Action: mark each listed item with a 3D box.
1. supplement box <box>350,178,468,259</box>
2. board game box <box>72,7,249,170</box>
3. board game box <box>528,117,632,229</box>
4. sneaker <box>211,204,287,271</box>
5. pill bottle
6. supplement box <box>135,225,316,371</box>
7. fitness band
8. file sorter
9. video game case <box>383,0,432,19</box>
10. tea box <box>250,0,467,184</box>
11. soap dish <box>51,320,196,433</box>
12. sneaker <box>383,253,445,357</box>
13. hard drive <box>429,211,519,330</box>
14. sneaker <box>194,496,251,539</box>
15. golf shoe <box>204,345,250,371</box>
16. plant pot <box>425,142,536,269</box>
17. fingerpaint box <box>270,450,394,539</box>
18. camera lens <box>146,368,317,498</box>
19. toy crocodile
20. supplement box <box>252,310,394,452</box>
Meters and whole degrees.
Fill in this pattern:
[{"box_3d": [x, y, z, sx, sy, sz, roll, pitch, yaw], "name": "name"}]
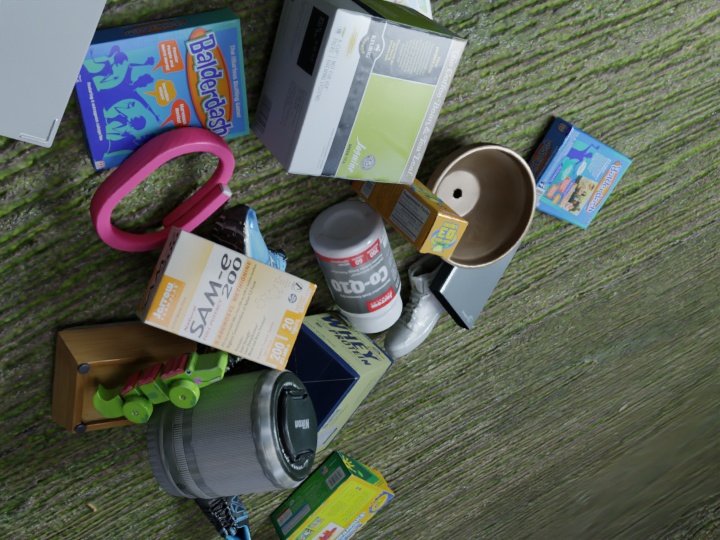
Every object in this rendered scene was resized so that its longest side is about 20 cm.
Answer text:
[{"box_3d": [0.067, -0.096, 1.087, 0.066, 0.200, 0.069, 12, 117, -40], "name": "supplement box"}, {"box_3d": [-0.236, -0.216, 0.897, 0.199, 0.045, 0.153, -19, 132, -22], "name": "board game box"}, {"box_3d": [0.378, -0.168, 1.347, 0.199, 0.045, 0.153, 15, 113, -41], "name": "board game box"}, {"box_3d": [-0.155, -0.020, 1.104, 0.090, 0.078, 0.201, -38, 143, -31], "name": "sneaker"}, {"box_3d": [0.000, 0.000, 1.179, 0.113, 0.114, 0.201, -31, 135, -10], "name": "pill bottle"}, {"box_3d": [-0.174, 0.038, 0.990, 0.199, 0.073, 0.127, 23, 88, -26], "name": "supplement box"}, {"box_3d": [-0.246, -0.098, 0.952, 0.200, 0.038, 0.143, -38, 152, 13], "name": "fitness band"}, {"box_3d": [-0.349, -0.251, 0.734, 0.138, 0.125, 0.201, 12, 116, -41], "name": "file sorter"}, {"box_3d": [0.022, -0.293, 1.031, 0.181, 0.023, 0.201, -29, 135, -12], "name": "video game case"}, {"box_3d": [-0.006, -0.232, 0.948, 0.196, 0.134, 0.201, 2, 121, -34], "name": "tea box"}, {"box_3d": [-0.335, 0.152, 1.091, 0.199, 0.081, 0.158, -3, 125, -32], "name": "soap dish"}, {"box_3d": [0.095, 0.051, 1.322, 0.200, 0.074, 0.116, -47, 135, -8], "name": "sneaker"}, {"box_3d": [0.204, -0.013, 1.318, 0.201, 0.033, 0.140, -57, 138, -14], "name": "hard drive"}, {"box_3d": [-0.246, 0.433, 1.372, 0.073, 0.082, 0.201, -31, 134, -7], "name": "sneaker"}, {"box_3d": [-0.198, 0.105, 1.140, 0.077, 0.089, 0.200, -18, 167, -40], "name": "golf shoe"}, {"box_3d": [0.174, -0.111, 1.213, 0.199, 0.093, 0.202, -9, 114, -21], "name": "plant pot"}, {"box_3d": [-0.056, 0.482, 1.547, 0.200, 0.073, 0.167, -46, 135, 5], "name": "fingerpaint box"}, {"box_3d": [-0.169, 0.226, 1.039, 0.199, 0.161, 0.160, -12, 139, 17], "name": "camera lens"}, {"box_3d": [-0.263, 0.149, 1.002, 0.199, 0.068, 0.062, -20, 119, 20], "name": "toy crocodile"}, {"box_3d": [-0.078, 0.186, 1.200, 0.200, 0.134, 0.200, -53, 166, 12], "name": "supplement box"}]
